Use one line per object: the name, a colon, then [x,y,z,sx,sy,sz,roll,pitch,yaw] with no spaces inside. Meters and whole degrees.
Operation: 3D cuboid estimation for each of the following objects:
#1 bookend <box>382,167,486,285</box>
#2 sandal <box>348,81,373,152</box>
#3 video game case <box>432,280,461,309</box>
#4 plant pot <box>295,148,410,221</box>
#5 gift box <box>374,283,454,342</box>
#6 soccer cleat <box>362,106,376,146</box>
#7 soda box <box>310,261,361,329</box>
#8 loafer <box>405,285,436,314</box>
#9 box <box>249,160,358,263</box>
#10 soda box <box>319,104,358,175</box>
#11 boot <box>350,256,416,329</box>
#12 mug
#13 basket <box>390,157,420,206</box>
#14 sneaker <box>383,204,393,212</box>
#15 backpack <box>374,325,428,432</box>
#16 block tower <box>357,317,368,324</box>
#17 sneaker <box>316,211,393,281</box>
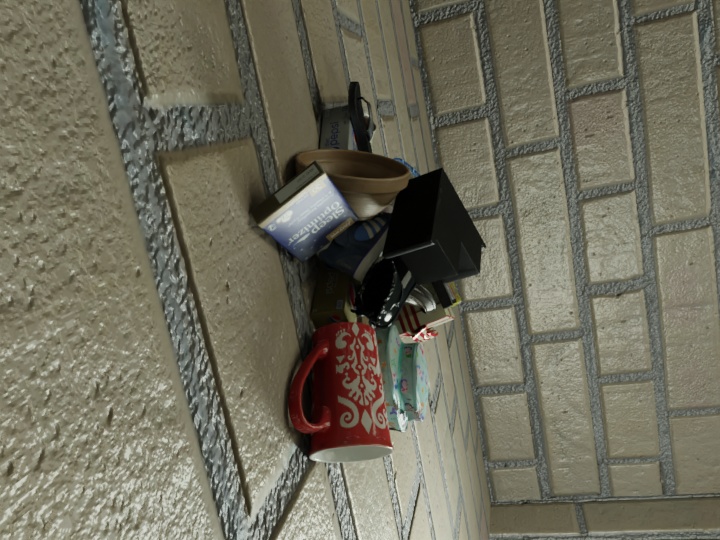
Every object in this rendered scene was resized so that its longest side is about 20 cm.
bookend: [0.139,-0.037,1.064,0.200,0.092,0.199,53,34,-33]
sandal: [0.013,-0.296,1.253,0.076,0.043,0.201,-71,151,-63]
video game case: [0.164,-0.014,1.320,0.201,0.025,0.181,67,14,7]
plant pot: [-0.017,-0.146,1.055,0.201,0.200,0.093,-61,160,-66]
gift box: [0.101,0.079,1.386,0.188,0.199,0.184,69,17,12]
soccer cleat: [0.007,-0.320,1.425,0.200,0.077,0.070,49,36,-65]
soda box: [-0.038,0.026,1.103,0.201,0.064,0.068,-81,158,-46]
loafer: [0.074,0.034,1.226,0.200,0.071,0.073,39,-1,-25]
box: [-0.074,-0.078,0.923,0.032,0.121,0.200,53,3,24]
soda box: [-0.043,-0.242,1.222,0.068,0.063,0.201,63,24,-53]
boot: [0.054,0.012,1.070,0.199,0.073,0.162,-64,164,-9]
mug: [-0.026,0.186,0.949,0.178,0.133,0.201,59,24,-60]
basket: [0.092,-0.190,1.460,0.176,0.139,0.200,47,4,-13]
sneaker: [0.038,-0.082,1.328,0.201,0.081,0.074,-91,-176,-52]
backpack: [0.061,0.217,1.237,0.178,0.150,0.201,-75,148,-53]
block tower: [-0.017,0.125,1.151,0.201,0.054,0.058,-81,158,-47]
sneaker: [-0.010,-0.080,1.096,0.200,0.146,0.081,-51,170,-40]
